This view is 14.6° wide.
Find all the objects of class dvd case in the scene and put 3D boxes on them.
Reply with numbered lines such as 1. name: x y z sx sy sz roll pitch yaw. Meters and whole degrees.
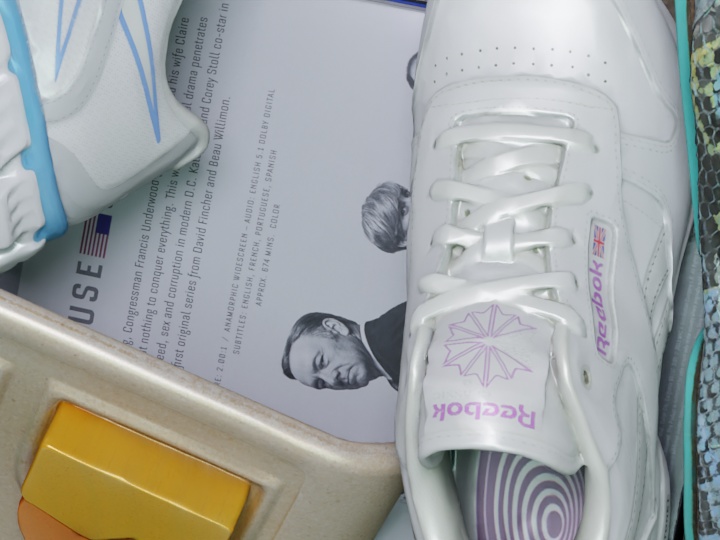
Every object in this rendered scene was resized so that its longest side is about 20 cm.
1. dvd case: 0.000 0.000 0.764 0.200 0.025 0.150 12 95 12

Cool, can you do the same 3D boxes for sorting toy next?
1. sorting toy: -0.105 0.071 0.754 0.200 0.037 0.185 20 139 -6

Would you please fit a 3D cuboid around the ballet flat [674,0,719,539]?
1. ballet flat: 0.115 0.009 0.694 0.074 0.074 0.200 -7 116 -1

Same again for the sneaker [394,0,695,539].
1. sneaker: 0.047 0.004 0.691 0.075 0.100 0.200 -3 90 13

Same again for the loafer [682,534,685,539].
1. loafer: 0.084 0.087 0.792 0.070 0.070 0.200 -30 102 7

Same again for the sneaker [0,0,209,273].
1. sneaker: -0.081 -0.103 0.688 0.087 0.075 0.200 -22 122 -23
